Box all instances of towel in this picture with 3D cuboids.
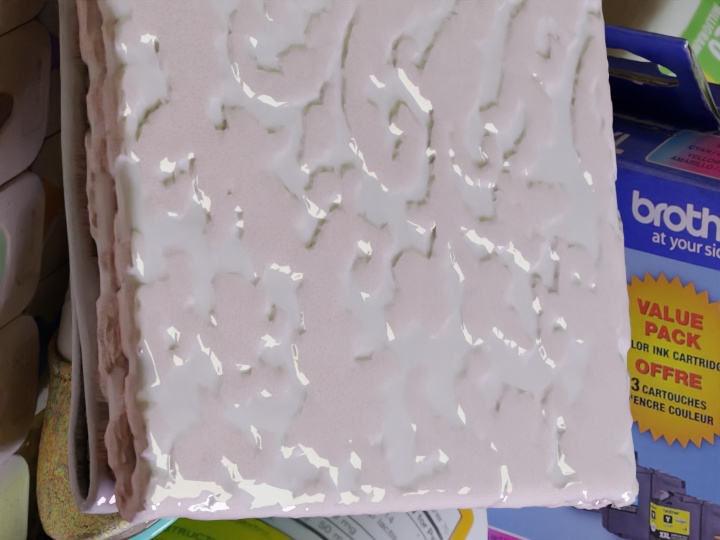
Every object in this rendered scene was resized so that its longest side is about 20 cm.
[{"bbox_3d":[0.000,-0.036,0.716,0.191,0.032,0.201,2,83,-45],"label":"towel"}]

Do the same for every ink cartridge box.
[{"bbox_3d":[0.085,0.014,0.850,0.076,0.136,0.200,-30,127,-48],"label":"ink cartridge box"}]

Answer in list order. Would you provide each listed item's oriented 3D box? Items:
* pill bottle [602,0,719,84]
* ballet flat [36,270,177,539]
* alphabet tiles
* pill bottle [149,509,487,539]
[{"bbox_3d":[0.141,-0.016,0.964,0.111,0.200,0.111,-44,-163,18],"label":"pill bottle"},{"bbox_3d":[-0.040,-0.007,0.750,0.200,0.071,0.071,-53,150,-45],"label":"ballet flat"},{"bbox_3d":[-0.104,0.005,0.674,0.196,0.015,0.200,-40,140,-59],"label":"alphabet tiles"},{"bbox_3d":[-0.033,0.096,0.789,0.200,0.109,0.109,-56,153,-44],"label":"pill bottle"}]
